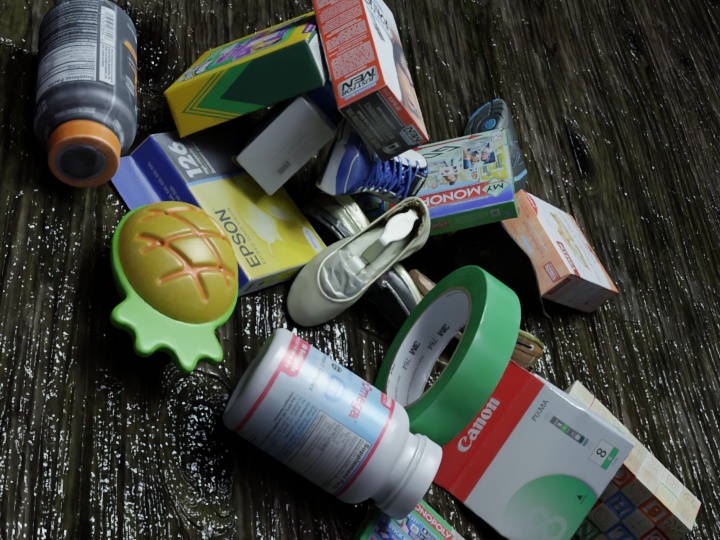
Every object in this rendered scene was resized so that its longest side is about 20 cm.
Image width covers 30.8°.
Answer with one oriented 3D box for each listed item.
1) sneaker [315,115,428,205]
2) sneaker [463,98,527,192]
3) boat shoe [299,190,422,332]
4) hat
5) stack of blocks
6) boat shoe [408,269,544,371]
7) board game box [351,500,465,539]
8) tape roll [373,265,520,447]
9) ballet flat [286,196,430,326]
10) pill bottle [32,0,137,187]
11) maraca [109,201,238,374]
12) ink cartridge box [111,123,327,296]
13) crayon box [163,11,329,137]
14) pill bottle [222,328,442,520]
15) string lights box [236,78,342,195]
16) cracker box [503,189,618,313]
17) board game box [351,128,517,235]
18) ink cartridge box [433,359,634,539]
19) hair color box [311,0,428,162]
[{"bbox_3d":[0.021,-0.120,1.490,0.114,0.081,0.199,23,13,1],"label":"sneaker"},{"bbox_3d":[0.197,-0.160,1.870,0.082,0.073,0.202,41,37,-36],"label":"sneaker"},{"bbox_3d":[0.000,-0.001,1.496,0.066,0.072,0.202,-33,87,-30],"label":"boat shoe"},{"bbox_3d":[0.158,-0.008,1.627,0.202,0.080,0.201,62,-1,2],"label":"hat"},{"bbox_3d":[0.273,0.239,1.489,0.200,0.115,0.059,45,34,1],"label":"stack of blocks"},{"bbox_3d":[0.133,0.054,1.554,0.199,0.068,0.072,40,4,-20],"label":"boat shoe"},{"bbox_3d":[0.078,0.313,1.286,0.200,0.029,0.135,43,33,-3],"label":"board game box"},{"bbox_3d":[0.086,0.093,1.367,0.048,0.200,0.202,32,37,-17],"label":"tape roll"},{"bbox_3d":[0.002,-0.014,1.425,0.199,0.070,0.070,-40,84,-22],"label":"ballet flat"},{"bbox_3d":[-0.282,-0.179,1.341,0.105,0.106,0.202,21,42,-30],"label":"pill bottle"},{"bbox_3d":[-0.179,0.013,1.251,0.136,0.107,0.202,21,41,-20],"label":"maraca"},{"bbox_3d":[-0.153,-0.066,1.417,0.199,0.047,0.199,55,33,12],"label":"ink cartridge box"},{"bbox_3d":[-0.113,-0.227,1.469,0.200,0.171,0.059,-72,141,-67],"label":"crayon box"},{"bbox_3d":[-0.025,0.152,1.255,0.199,0.109,0.109,33,36,-7],"label":"pill bottle"},{"bbox_3d":[-0.073,-0.165,1.491,0.059,0.103,0.200,45,16,-11],"label":"string lights box"},{"bbox_3d":[0.263,-0.022,1.750,0.199,0.057,0.135,15,43,-60],"label":"cracker box"},{"bbox_3d":[0.086,-0.099,1.576,0.136,0.197,0.029,-90,165,-46],"label":"board game box"},{"bbox_3d":[0.169,0.196,1.388,0.199,0.162,0.050,33,5,-20],"label":"ink cartridge box"},{"bbox_3d":[0.007,-0.232,1.428,0.111,0.063,0.202,45,27,-51],"label":"hair color box"}]
